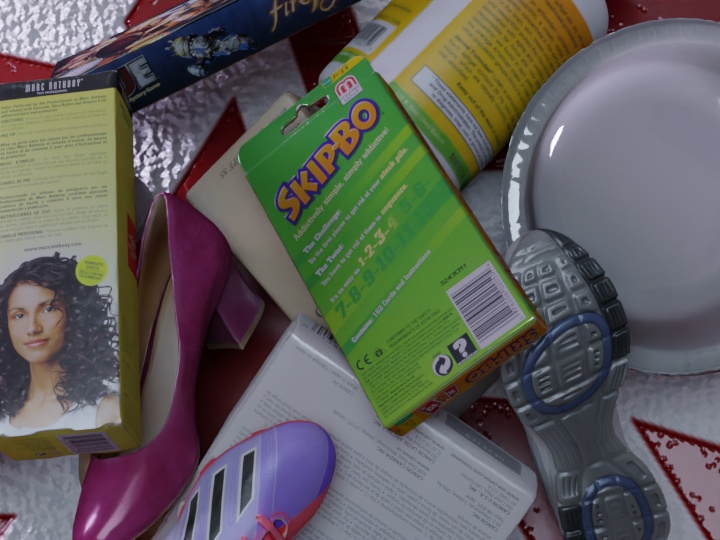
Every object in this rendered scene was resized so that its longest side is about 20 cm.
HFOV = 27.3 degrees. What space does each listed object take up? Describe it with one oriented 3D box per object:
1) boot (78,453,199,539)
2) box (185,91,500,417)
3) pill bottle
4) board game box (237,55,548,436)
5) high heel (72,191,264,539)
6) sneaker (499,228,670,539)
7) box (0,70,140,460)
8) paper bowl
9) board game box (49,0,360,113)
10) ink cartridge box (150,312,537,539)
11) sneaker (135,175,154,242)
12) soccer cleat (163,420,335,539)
[{"bbox_3d":[-0.080,0.138,0.862,0.154,0.077,0.201,-8,71,2],"label":"boot"},{"bbox_3d":[0.000,0.000,0.880,0.095,0.078,0.200,-45,74,9],"label":"box"},{"bbox_3d":[0.080,-0.146,0.901,0.111,0.111,0.200,43,83,15],"label":"pill bottle"},{"bbox_3d":[0.010,-0.019,0.792,0.095,0.030,0.200,-36,60,10],"label":"board game box"},{"bbox_3d":[-0.121,0.055,0.804,0.067,0.096,0.200,-2,46,42],"label":"high heel"},{"bbox_3d":[0.110,0.069,0.815,0.074,0.087,0.201,-16,110,-6],"label":"sneaker"},{"bbox_3d":[-0.157,-0.005,0.787,0.075,0.050,0.201,-7,68,3],"label":"box"},{"bbox_3d":[0.176,-0.041,0.833,0.200,0.104,0.202,-1,88,26],"label":"paper bowl"},{"bbox_3d":[-0.095,-0.148,0.911,0.199,0.136,0.035,-26,107,-1],"label":"board game box"},{"bbox_3d":[-0.023,0.150,0.816,0.161,0.050,0.200,34,104,-1],"label":"ink cartridge box"},{"bbox_3d":[-0.213,0.004,0.892,0.074,0.116,0.200,37,83,12],"label":"sneaker"},{"bbox_3d":[-0.083,0.159,0.743,0.200,0.067,0.076,-41,32,-3],"label":"soccer cleat"}]
